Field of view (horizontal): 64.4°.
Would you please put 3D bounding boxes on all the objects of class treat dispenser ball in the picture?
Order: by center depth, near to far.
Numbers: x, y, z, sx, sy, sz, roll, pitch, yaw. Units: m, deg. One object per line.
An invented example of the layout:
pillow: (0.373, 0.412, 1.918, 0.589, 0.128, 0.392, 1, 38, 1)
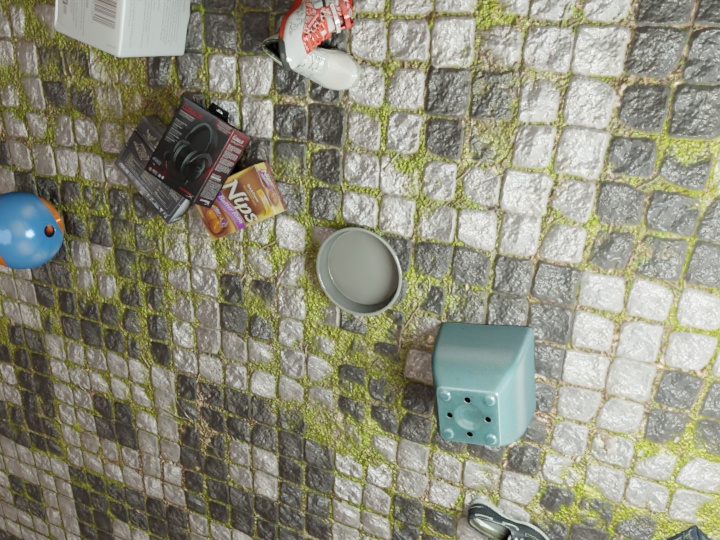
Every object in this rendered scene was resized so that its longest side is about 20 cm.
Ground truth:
treat dispenser ball: (-0.886, -0.104, 1.492, 0.199, 0.201, 0.203, 8, 113, 21)

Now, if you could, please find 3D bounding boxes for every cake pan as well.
cake pan: (0.000, 0.000, 1.234, 0.199, 0.037, 0.202, 8, 112, 21)

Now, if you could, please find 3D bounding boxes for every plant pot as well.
plant pot: (0.233, 0.238, 1.130, 0.195, 0.200, 0.197, 1, 111, 24)

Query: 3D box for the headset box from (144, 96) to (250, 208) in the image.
headset box: (-0.345, -0.260, 1.229, 0.148, 0.077, 0.201, 34, 97, 14)

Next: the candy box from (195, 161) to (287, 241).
candy box: (-0.275, -0.154, 1.287, 0.199, 0.056, 0.117, -19, 100, 27)

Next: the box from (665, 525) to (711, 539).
box: (0.692, 0.638, 1.165, 0.200, 0.051, 0.158, 45, 119, 3)

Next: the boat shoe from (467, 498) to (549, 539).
boat shoe: (0.335, 0.600, 1.302, 0.199, 0.060, 0.076, 22, 117, 15)

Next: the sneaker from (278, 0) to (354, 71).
sneaker: (-0.074, -0.438, 1.022, 0.107, 0.203, 0.067, 4, 148, 15)

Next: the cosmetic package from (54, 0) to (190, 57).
cosmetic package: (-0.468, -0.536, 1.142, 0.165, 0.200, 0.168, 24, 117, 13)

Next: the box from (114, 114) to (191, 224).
box: (-0.467, -0.236, 1.344, 0.200, 0.048, 0.158, 47, 119, 1)

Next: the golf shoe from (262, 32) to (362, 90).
golf shoe: (-0.098, -0.396, 1.093, 0.199, 0.097, 0.079, 23, 116, 13)
